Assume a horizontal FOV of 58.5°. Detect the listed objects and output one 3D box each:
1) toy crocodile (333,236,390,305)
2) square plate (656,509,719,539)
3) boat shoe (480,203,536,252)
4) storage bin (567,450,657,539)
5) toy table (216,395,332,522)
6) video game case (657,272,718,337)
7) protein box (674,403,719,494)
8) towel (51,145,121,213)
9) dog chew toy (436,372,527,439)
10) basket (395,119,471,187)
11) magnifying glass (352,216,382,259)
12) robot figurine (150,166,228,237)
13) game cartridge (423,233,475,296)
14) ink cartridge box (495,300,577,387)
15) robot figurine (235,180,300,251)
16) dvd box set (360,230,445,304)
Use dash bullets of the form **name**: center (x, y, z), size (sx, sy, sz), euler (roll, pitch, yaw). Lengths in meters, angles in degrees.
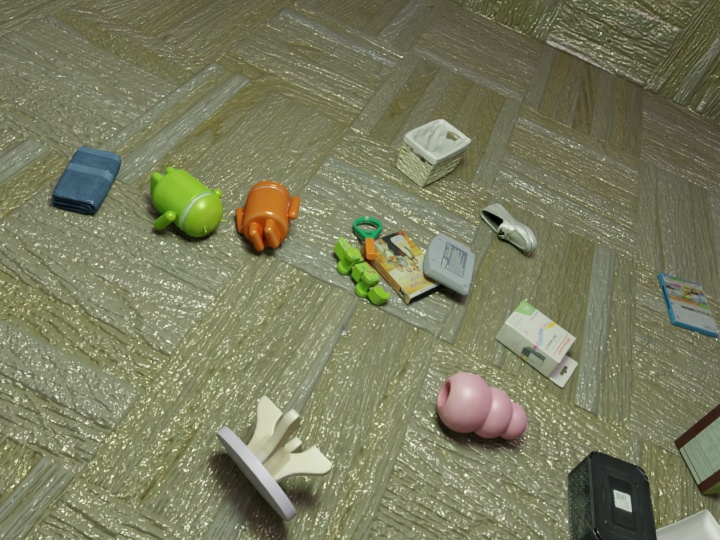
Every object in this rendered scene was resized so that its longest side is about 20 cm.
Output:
- **toy crocodile**: center (0.000, 0.000, 1.574), size (0.061, 0.068, 0.200), euler (-16, 58, -40)
- **square plate**: center (0.696, 0.605, 1.293), size (0.196, 0.029, 0.201), euler (-6, 51, -26)
- **boat shoe**: center (0.424, -0.121, 1.859), size (0.065, 0.072, 0.201), euler (-18, 55, -29)
- **storage bin**: center (0.501, 0.484, 1.286), size (0.134, 0.094, 0.201), euler (20, 44, -2)
- **toy table**: center (-0.150, 0.325, 1.136), size (0.117, 0.184, 0.200), euler (-38, 77, -25)
- **video game case**: center (0.966, 0.099, 1.900), size (0.142, 0.018, 0.201), euler (16, 44, -5)
- **protein box**: center (0.871, 0.392, 1.444), size (0.196, 0.201, 0.136), euler (4, 46, -18)
- **towel**: center (-0.651, -0.216, 1.536), size (0.110, 0.049, 0.201), euler (13, 44, -10)
- **dog chew toy**: center (0.263, 0.297, 1.359), size (0.198, 0.125, 0.125), euler (24, 43, -11)
- **basket**: center (0.220, -0.359, 1.968), size (0.135, 0.124, 0.199), euler (41, 48, 19)
- **magnifying glass**: center (0.022, -0.086, 1.664), size (0.079, 0.023, 0.201), euler (2, 30, -5)
- **robot figurine**: center (-0.411, -0.160, 1.527), size (0.199, 0.116, 0.175), euler (37, 41, 14)
- **game cartridge**: center (0.231, -0.021, 1.678), size (0.132, 0.041, 0.200), euler (33, 32, -4)
- **ink cartridge box**: center (0.447, 0.178, 1.578), size (0.199, 0.068, 0.117), euler (38, 45, 16)
- **robot figurine**: center (-0.231, -0.141, 1.582), size (0.116, 0.144, 0.201), euler (28, 39, -27)
- **dvd box set**: center (0.114, -0.012, 1.656), size (0.145, 0.030, 0.200), euler (-21, 58, -36)
